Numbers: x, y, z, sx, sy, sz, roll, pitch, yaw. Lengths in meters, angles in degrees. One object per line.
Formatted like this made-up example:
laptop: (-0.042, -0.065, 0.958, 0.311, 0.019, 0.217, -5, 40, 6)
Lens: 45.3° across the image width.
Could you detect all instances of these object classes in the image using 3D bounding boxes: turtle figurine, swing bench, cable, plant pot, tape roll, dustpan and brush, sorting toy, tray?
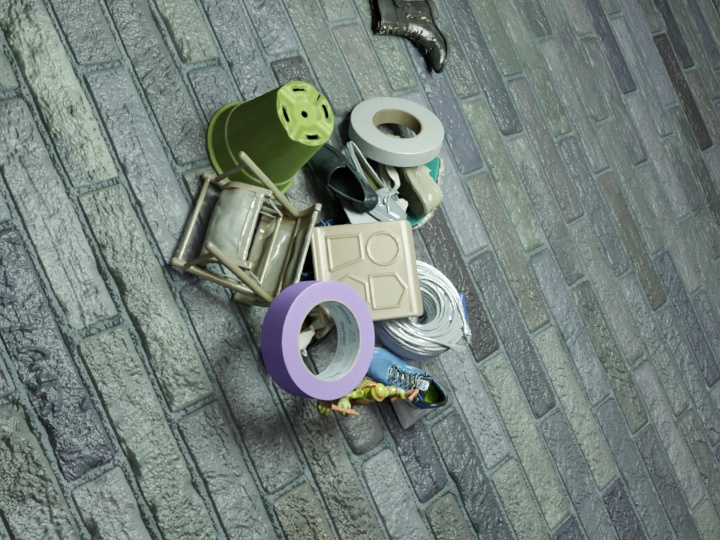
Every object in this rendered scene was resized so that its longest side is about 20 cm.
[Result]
turtle figurine: (-0.008, 0.225, 1.548, 0.199, 0.161, 0.065, -8, 80, -39)
swing bench: (-0.195, -0.062, 1.522, 0.200, 0.129, 0.200, 34, 56, -32)
cable: (0.108, 0.075, 1.674, 0.199, 0.069, 0.201, 8, 58, -22)
plant pot: (-0.149, -0.253, 1.578, 0.199, 0.190, 0.201, 14, 66, -35)
tape roll: (-0.070, 0.118, 1.470, 0.200, 0.065, 0.201, 2, 86, -41)
dustpan and brush: (0.033, -0.076, 1.723, 0.199, 0.057, 0.140, 19, 26, -30)
sorting toy: (0.010, 0.004, 1.599, 0.199, 0.036, 0.186, -5, 79, -14)
tape roll: (0.075, -0.291, 1.795, 0.202, 0.037, 0.203, 6, 44, -6)
tray: (0.092, 0.201, 1.695, 0.107, 0.022, 0.201, -30, 105, -30)

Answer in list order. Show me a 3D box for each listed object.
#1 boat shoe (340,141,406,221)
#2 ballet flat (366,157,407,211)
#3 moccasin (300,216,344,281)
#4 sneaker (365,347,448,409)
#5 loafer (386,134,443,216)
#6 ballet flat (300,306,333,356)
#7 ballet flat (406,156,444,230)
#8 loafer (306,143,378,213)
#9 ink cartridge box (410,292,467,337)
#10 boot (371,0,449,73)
boat shoe: (0.023, -0.169, 1.722, 0.202, 0.065, 0.074, 50, 27, 17)
ballet flat: (0.056, -0.152, 1.786, 0.068, 0.068, 0.201, -10, 82, -41)
moccasin: (-0.075, -0.035, 1.641, 0.080, 0.068, 0.200, 46, 49, -15)
sneaker: (0.089, 0.203, 1.628, 0.200, 0.089, 0.079, 30, 72, -28)
loafer: (0.107, -0.203, 1.816, 0.068, 0.076, 0.201, -18, 71, -29)
ballet flat: (-0.094, 0.112, 1.579, 0.200, 0.073, 0.073, -39, 100, -40)
ballet flat: (0.143, -0.157, 1.862, 0.201, 0.075, 0.064, -68, 151, -26)
loafer: (-0.045, -0.191, 1.674, 0.201, 0.068, 0.070, 44, 5, 17)
ink cartridge box: (0.134, 0.091, 1.783, 0.199, 0.044, 0.094, 5, 74, -37)
boot: (0.105, -0.543, 1.967, 0.174, 0.069, 0.201, -7, 76, -34)
